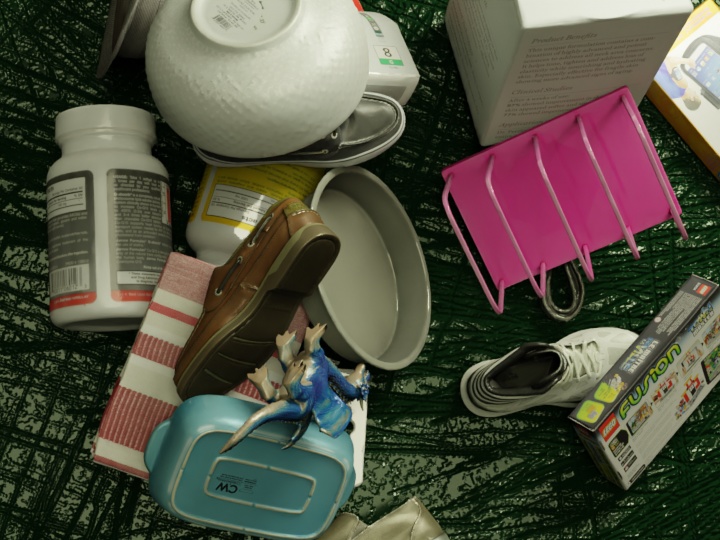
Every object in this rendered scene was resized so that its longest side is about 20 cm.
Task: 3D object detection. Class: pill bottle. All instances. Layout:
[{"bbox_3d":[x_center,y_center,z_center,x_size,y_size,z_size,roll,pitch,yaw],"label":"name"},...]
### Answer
[{"bbox_3d":[-0.102,-0.063,1.085,0.112,0.112,0.200,18,78,-5],"label":"pill bottle"},{"bbox_3d":[-0.237,-0.048,1.059,0.116,0.116,0.200,-2,80,-9],"label":"pill bottle"}]

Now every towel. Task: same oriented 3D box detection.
[{"bbox_3d":[-0.141,0.099,1.010,0.144,0.023,0.200,22,88,-14],"label":"towel"}]

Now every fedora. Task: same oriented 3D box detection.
[{"bbox_3d":[-0.187,-0.271,1.086,0.090,0.177,0.200,13,65,-21],"label":"fedora"}]

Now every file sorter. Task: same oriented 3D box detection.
[{"bbox_3d":[0.192,-0.062,1.069,0.200,0.125,0.139,-24,104,15],"label":"file sorter"}]

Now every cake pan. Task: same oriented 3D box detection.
[{"bbox_3d":[0.000,0.000,1.068,0.037,0.200,0.201,-17,81,31],"label":"cake pan"}]

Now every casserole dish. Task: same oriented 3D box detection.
[{"bbox_3d":[-0.092,0.182,0.990,0.200,0.039,0.121,18,103,-21],"label":"casserole dish"}]

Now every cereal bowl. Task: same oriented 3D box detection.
[{"bbox_3d":[-0.091,-0.199,0.963,0.200,0.083,0.200,-1,59,2],"label":"cereal bowl"}]

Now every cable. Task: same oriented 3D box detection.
[{"bbox_3d":[0.209,-0.052,1.162,0.097,0.050,0.200,17,77,-8],"label":"cable"}]

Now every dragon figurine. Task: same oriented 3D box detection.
[{"bbox_3d":[-0.045,0.114,0.943,0.059,0.200,0.100,-16,113,24],"label":"dragon figurine"}]

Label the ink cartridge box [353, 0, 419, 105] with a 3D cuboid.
[{"bbox_3d":[-0.047,-0.250,1.101,0.161,0.050,0.200,-3,58,-28],"label":"ink cartridge box"}]

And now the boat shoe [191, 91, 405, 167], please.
[{"bbox_3d":[-0.052,-0.134,1.013,0.200,0.066,0.070,-3,81,-11],"label":"boat shoe"}]

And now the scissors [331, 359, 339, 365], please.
[{"bbox_3d":[-0.120,0.111,1.034,0.200,0.014,0.073,4,79,-9],"label":"scissors"}]

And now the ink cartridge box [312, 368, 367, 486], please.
[{"bbox_3d":[-0.097,0.145,1.071,0.200,0.068,0.115,5,81,-7],"label":"ink cartridge box"}]

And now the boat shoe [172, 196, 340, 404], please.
[{"bbox_3d":[-0.099,0.027,0.975,0.200,0.072,0.068,-49,57,8],"label":"boat shoe"}]

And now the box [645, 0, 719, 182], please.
[{"bbox_3d":[0.398,-0.184,1.222,0.119,0.041,0.200,-40,86,-13],"label":"box"}]

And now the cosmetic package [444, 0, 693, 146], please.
[{"bbox_3d":[0.194,-0.251,1.102,0.167,0.200,0.167,-7,66,-11],"label":"cosmetic package"}]

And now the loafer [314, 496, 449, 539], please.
[{"bbox_3d":[-0.016,0.270,1.068,0.200,0.075,0.070,-15,71,-16],"label":"loafer"}]

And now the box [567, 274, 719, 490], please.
[{"bbox_3d":[0.301,0.112,1.126,0.200,0.035,0.110,-45,129,-14],"label":"box"}]

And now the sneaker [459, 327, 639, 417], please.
[{"bbox_3d":[0.206,0.100,1.102,0.200,0.115,0.076,-14,82,-11],"label":"sneaker"}]
